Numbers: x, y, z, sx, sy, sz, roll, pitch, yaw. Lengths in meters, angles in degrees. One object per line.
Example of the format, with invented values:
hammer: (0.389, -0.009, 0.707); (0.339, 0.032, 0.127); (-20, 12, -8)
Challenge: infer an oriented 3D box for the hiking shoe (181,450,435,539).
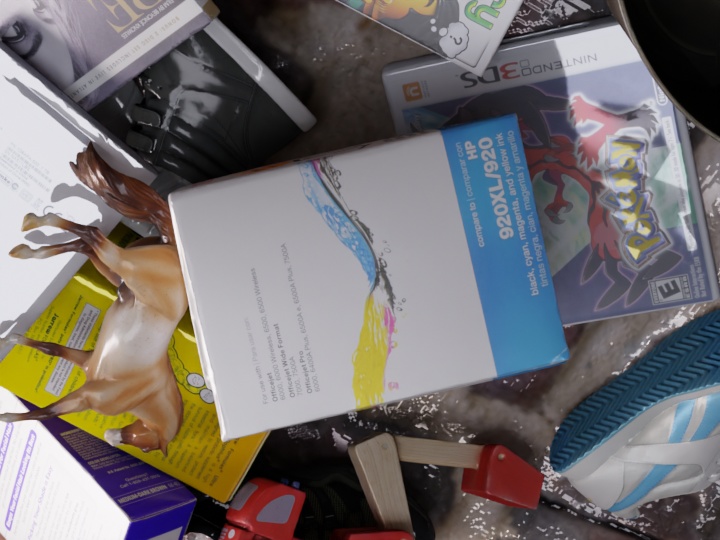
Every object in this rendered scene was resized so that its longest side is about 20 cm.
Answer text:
hiking shoe: (-0.048, 0.188, 1.086); (0.200, 0.101, 0.076); (14, 130, 6)

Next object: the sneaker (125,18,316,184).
sneaker: (-0.130, -0.128, 0.955); (0.200, 0.071, 0.099); (43, 91, -15)

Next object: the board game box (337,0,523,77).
board game box: (0.063, -0.231, 0.895); (0.126, 0.035, 0.200); (27, 112, -2)

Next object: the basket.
basket: (0.195, -0.160, 0.813); (0.136, 0.200, 0.180); (-30, 102, 9)

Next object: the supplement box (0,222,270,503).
supplement box: (-0.144, 0.047, 1.035); (0.200, 0.109, 0.110); (28, 117, -5)

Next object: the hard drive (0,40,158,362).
hard drive: (-0.239, -0.026, 0.939); (0.132, 0.025, 0.200); (40, 97, -10)

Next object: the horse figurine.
horse figurine: (-0.153, 0.027, 0.927); (0.132, 0.050, 0.200); (9, 109, -22)

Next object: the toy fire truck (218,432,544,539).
toy fire truck: (0.013, 0.164, 1.038); (0.200, 0.049, 0.141); (23, 79, -15)

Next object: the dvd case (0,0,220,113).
dvd case: (-0.197, -0.190, 0.888); (0.149, 0.016, 0.200); (-27, 113, 37)

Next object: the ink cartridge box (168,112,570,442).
ink cartridge box: (0.000, 0.000, 0.896); (0.200, 0.147, 0.145); (-13, 94, -3)

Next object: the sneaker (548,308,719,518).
sneaker: (0.225, 0.094, 1.018); (0.081, 0.077, 0.200); (41, 122, -20)

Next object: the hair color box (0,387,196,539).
hair color box: (-0.208, 0.147, 1.065); (0.200, 0.065, 0.109); (38, 122, 30)

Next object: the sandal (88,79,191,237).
sandal: (-0.164, -0.074, 1.010); (0.203, 0.082, 0.050); (49, 157, -16)

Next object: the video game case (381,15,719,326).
video game case: (0.125, -0.056, 0.986); (0.182, 0.023, 0.200); (-10, 113, 15)
